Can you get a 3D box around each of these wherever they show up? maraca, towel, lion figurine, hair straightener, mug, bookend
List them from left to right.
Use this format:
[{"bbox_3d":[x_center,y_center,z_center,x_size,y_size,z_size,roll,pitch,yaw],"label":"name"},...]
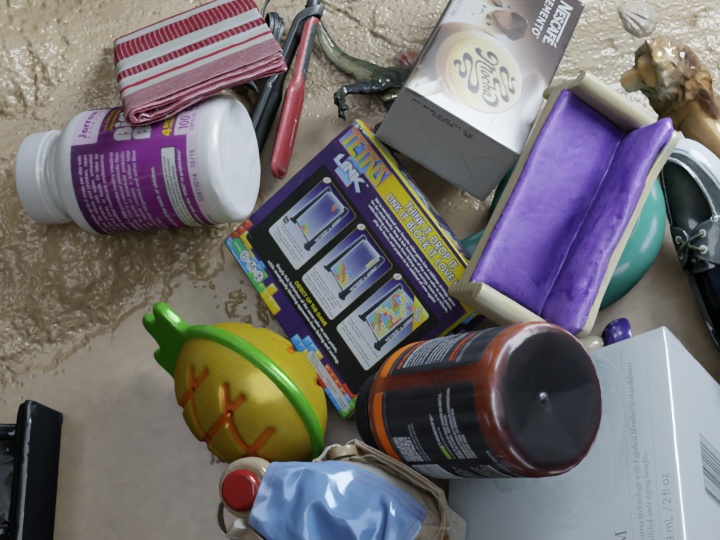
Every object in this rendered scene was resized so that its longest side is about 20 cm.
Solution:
[{"bbox_3d":[-0.366,0.213,0.991,0.196,0.092,0.202,1,76,2],"label":"bookend"},{"bbox_3d":[-0.150,-0.193,1.050,0.143,0.200,0.023,-21,121,-3],"label":"towel"},{"bbox_3d":[-0.108,0.096,0.981,0.199,0.138,0.107,26,50,31],"label":"maraca"},{"bbox_3d":[-0.085,-0.189,1.093,0.076,0.041,0.202,11,88,19],"label":"hair straightener"},{"bbox_3d":[0.179,-0.032,1.023,0.152,0.114,0.186,37,80,9],"label":"mug"},{"bbox_3d":[0.309,-0.116,1.035,0.072,0.123,0.200,-40,80,-8],"label":"lion figurine"}]

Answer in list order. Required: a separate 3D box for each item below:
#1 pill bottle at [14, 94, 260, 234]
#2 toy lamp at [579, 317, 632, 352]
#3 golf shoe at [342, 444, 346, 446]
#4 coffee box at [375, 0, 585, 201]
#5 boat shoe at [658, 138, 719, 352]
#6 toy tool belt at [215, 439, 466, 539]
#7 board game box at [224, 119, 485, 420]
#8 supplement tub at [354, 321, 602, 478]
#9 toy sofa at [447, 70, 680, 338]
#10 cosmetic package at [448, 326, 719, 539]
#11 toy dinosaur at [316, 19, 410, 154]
[{"bbox_3d":[-0.198,-0.090,1.036,0.198,0.112,0.114,-5,77,15],"label":"pill bottle"},{"bbox_3d":[0.136,0.072,1.032,0.198,0.058,0.059,0,77,0],"label":"toy lamp"},{"bbox_3d":[0.006,0.181,1.001,0.199,0.077,0.088,-34,86,-6],"label":"golf shoe"},{"bbox_3d":[0.108,-0.177,1.031,0.112,0.080,0.201,31,56,-4],"label":"coffee box"},{"bbox_3d":[0.305,-0.016,1.011,0.056,0.068,0.201,-33,100,-33],"label":"boat shoe"},{"bbox_3d":[-0.029,0.183,0.845,0.198,0.123,0.126,17,89,17],"label":"toy tool belt"},{"bbox_3d":[0.000,0.000,1.012,0.165,0.057,0.201,-40,70,12],"label":"board game box"},{"bbox_3d":[0.076,0.100,0.864,0.106,0.199,0.108,6,78,-32],"label":"supplement tub"},{"bbox_3d":[0.157,-0.048,0.907,0.082,0.097,0.201,30,80,-17],"label":"toy sofa"},{"bbox_3d":[0.176,0.180,0.895,0.199,0.123,0.201,-24,43,32],"label":"cosmetic package"},{"bbox_3d":[0.021,-0.164,1.092,0.199,0.048,0.089,28,62,9],"label":"toy dinosaur"}]
